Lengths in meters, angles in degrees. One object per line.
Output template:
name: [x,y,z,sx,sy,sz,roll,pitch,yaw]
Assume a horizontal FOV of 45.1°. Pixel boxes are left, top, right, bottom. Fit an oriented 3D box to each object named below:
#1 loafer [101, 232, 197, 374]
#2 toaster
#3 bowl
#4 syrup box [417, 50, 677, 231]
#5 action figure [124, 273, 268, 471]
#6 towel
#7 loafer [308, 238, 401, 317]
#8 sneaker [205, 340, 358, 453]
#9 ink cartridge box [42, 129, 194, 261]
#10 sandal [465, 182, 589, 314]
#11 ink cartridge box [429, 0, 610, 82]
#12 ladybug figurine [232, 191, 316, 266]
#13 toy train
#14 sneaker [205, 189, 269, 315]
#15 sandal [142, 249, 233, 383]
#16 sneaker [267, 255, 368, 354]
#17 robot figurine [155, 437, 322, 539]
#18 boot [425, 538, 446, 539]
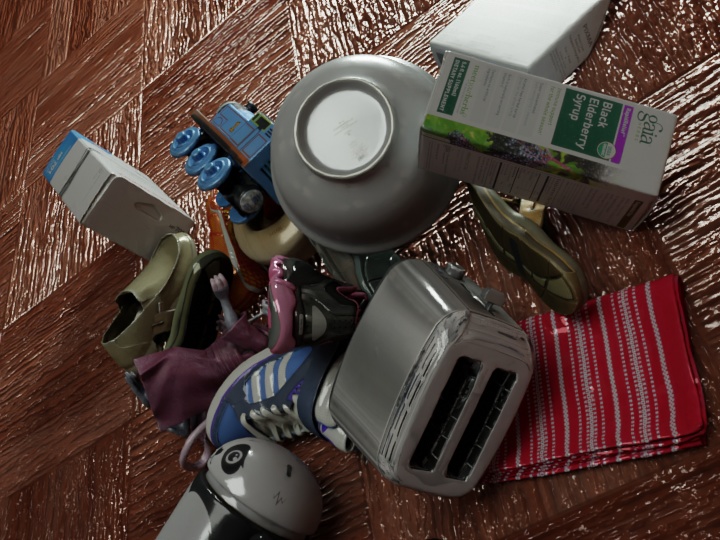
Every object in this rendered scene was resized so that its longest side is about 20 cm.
loafer: [-0.274,0.033,1.128,0.075,0.068,0.201,-4,61,42]
toaster: [0.054,0.096,0.720,0.201,0.113,0.129,-64,27,8]
bowl: [-0.005,-0.122,0.818,0.200,0.090,0.202,-2,81,14]
syrup box: [0.154,-0.108,0.735,0.199,0.081,0.079,17,72,7]
action figure: [-0.141,0.100,0.925,0.200,0.134,0.149,-29,71,0]
towel: [0.175,0.090,0.705,0.200,0.022,0.145,-21,50,33]
loafer: [0.000,0.000,0.887,0.063,0.072,0.200,-52,54,37]
sneaker: [-0.061,0.139,0.845,0.200,0.081,0.147,-41,36,5]
ink cartridge box: [-0.344,-0.104,1.227,0.086,0.146,0.200,-53,41,3]
sandal: [0.152,-0.033,0.773,0.054,0.080,0.200,-27,37,-7]
ink cartridge box: [0.196,-0.274,0.929,0.200,0.047,0.160,-42,39,-13]
ladybug figurine: [-0.087,-0.081,1.028,0.136,0.072,0.200,-32,46,23]
toy train: [-0.141,-0.133,0.999,0.114,0.087,0.200,-43,39,-2]
sneaker: [-0.167,-0.030,1.072,0.077,0.073,0.200,-45,38,25]
sandal: [-0.204,0.056,1.006,0.057,0.080,0.201,35,113,24]
sneaker: [-0.042,0.031,0.828,0.200,0.095,0.079,-114,21,-76]
robot figurine: [-0.121,0.250,0.794,0.150,0.125,0.200,31,87,33]
boot: [0.019,0.276,0.680,0.200,0.076,0.168,36,94,42]
